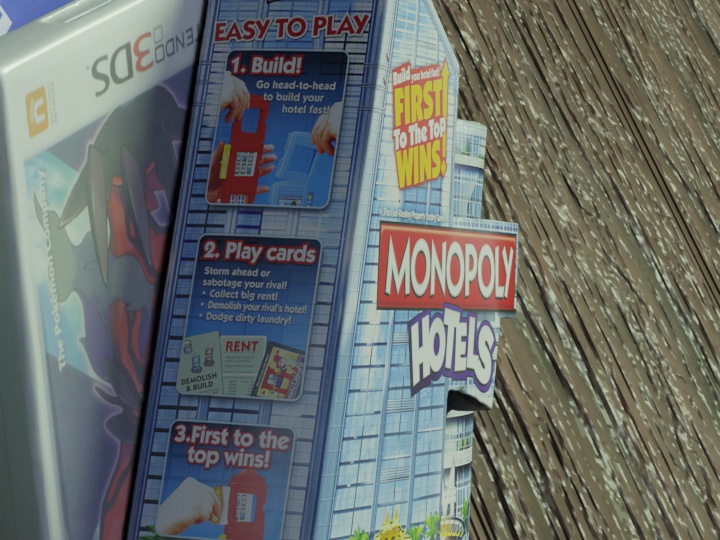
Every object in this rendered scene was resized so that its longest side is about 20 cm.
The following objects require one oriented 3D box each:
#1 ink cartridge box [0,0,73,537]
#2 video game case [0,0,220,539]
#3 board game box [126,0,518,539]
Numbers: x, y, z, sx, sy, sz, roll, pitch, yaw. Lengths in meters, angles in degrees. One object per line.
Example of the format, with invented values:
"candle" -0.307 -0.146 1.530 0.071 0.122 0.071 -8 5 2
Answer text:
"ink cartridge box" -0.116 -0.017 0.850 0.094 0.044 0.201 36 49 -18
"video game case" -0.060 0.015 0.846 0.182 0.023 0.201 -39 129 -61
"board game box" 0.000 0.000 0.882 0.200 0.061 0.201 1 92 -68
